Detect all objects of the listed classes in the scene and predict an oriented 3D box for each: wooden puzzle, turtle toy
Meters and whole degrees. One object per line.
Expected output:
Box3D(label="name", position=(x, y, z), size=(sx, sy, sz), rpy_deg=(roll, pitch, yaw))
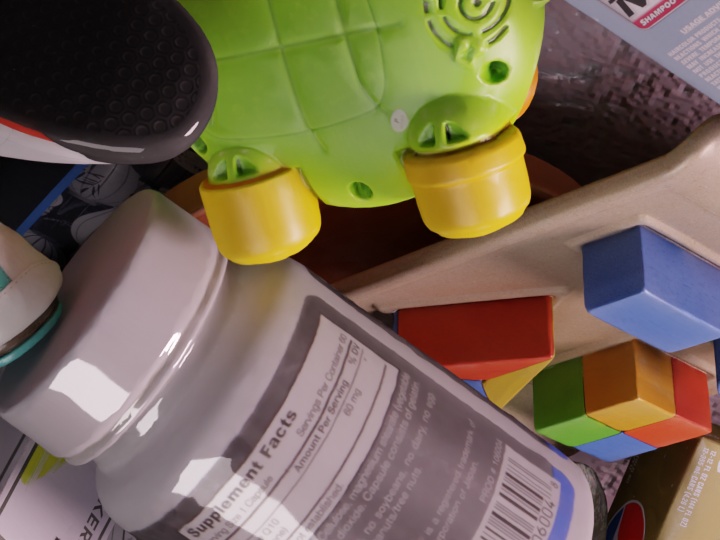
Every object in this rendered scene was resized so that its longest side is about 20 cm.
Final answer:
Box3D(label="wooden puzzle", position=(0.108, 0.025, 0.804), size=(0.199, 0.047, 0.185), rpy_deg=(-26, 145, 35))
Box3D(label="turtle toy", position=(-0.022, -0.084, 0.692), size=(0.198, 0.101, 0.147), rpy_deg=(-7, 109, 25))

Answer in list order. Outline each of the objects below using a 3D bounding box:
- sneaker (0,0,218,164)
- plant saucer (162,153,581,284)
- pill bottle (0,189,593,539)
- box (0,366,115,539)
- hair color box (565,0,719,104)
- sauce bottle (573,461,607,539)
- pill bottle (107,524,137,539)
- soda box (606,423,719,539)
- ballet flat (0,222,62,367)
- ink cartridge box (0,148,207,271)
Box3D(label="sneaker", position=(-0.132, -0.065, 0.683), size=(0.200, 0.068, 0.108), rpy_deg=(16, 159, 13))
Box3D(label="plant saucer", position=(0.000, 0.000, 0.825), size=(0.198, 0.033, 0.201), rpy_deg=(-5, 151, -3))
Box3D(label="pill bottle", position=(-0.023, 0.066, 0.746), size=(0.199, 0.114, 0.114), rpy_deg=(36, 138, -17))
Box3D(label="box", position=(-0.182, 0.071, 0.834), size=(0.199, 0.117, 0.060), rpy_deg=(0, 139, 35))
Box3D(label="hair color box", position=(0.159, -0.085, 0.643), size=(0.199, 0.100, 0.061), rpy_deg=(31, 141, -22))
Box3D(label="sauce bottle", position=(0.014, 0.100, 0.935), size=(0.199, 0.065, 0.065), rpy_deg=(9, 148, 36))
Box3D(label="pill bottle", position=(-0.074, 0.128, 0.895), size=(0.199, 0.116, 0.116), rpy_deg=(-11, 138, 37))
Box3D(label="soda box", position=(0.126, 0.166, 0.908), size=(0.064, 0.201, 0.068), rpy_deg=(20, -174, -12))
Box3D(label="ballet flat", position=(-0.175, -0.002, 0.769), size=(0.069, 0.070, 0.199), rpy_deg=(36, 160, -28))
Box3D(label="ink cartridge box", position=(-0.139, -0.021, 0.848), size=(0.099, 0.039, 0.200), rpy_deg=(29, 133, -21))
